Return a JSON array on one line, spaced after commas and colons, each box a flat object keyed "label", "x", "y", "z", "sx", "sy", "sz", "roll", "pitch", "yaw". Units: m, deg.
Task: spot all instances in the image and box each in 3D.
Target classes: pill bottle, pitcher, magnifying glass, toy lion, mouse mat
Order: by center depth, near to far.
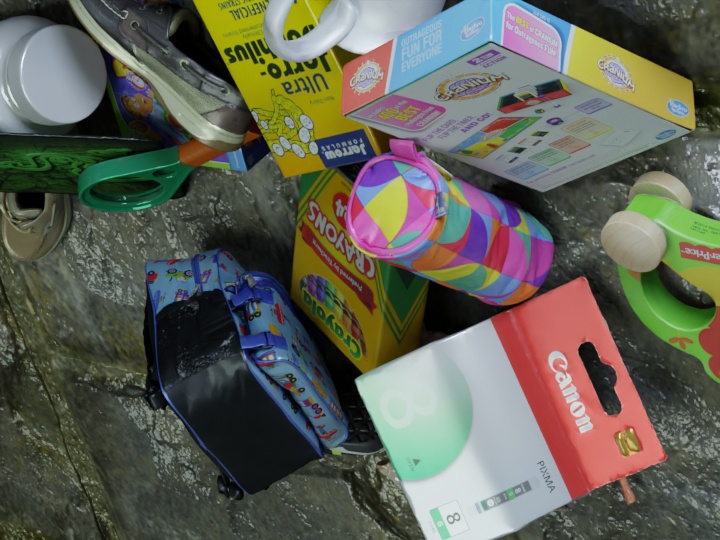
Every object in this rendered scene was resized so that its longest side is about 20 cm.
[{"label": "pitcher", "x": 0.018, "y": -0.236, "z": 1.241, "sx": 0.121, "sy": 0.171, "sz": 0.201, "roll": 42, "pitch": 134, "yaw": 30}, {"label": "toy lion", "x": 0.286, "y": 0.033, "z": 1.339, "sx": 0.199, "sy": 0.069, "sz": 0.192, "roll": 13, "pitch": 137, "yaw": 31}, {"label": "magnifying glass", "x": -0.158, "y": -0.089, "z": 1.530, "sx": 0.199, "sy": 0.079, "sz": 0.023, "roll": -20, "pitch": 66, "yaw": 38}, {"label": "pill bottle", "x": -0.302, "y": -0.161, "z": 1.585, "sx": 0.199, "sy": 0.111, "sz": 0.112, "roll": 0, "pitch": 123, "yaw": 53}, {"label": "mouse mat", "x": -0.258, "y": -0.090, "z": 1.589, "sx": 0.198, "sy": 0.008, "sz": 0.161, "roll": 1, "pitch": 165, "yaw": 4}]

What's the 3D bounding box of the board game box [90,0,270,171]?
[{"label": "board game box", "x": -0.157, "y": -0.185, "z": 1.525, "sx": 0.134, "sy": 0.045, "sz": 0.201, "roll": 9, "pitch": 127, "yaw": 34}]

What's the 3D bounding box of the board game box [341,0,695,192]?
[{"label": "board game box", "x": 0.110, "y": -0.120, "z": 1.274, "sx": 0.199, "sy": 0.041, "sz": 0.153, "roll": 18, "pitch": 154, "yaw": -37}]

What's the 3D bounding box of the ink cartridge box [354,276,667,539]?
[{"label": "ink cartridge box", "x": 0.115, "y": 0.118, "z": 1.436, "sx": 0.199, "sy": 0.050, "sz": 0.162, "roll": -26, "pitch": 87, "yaw": 24}]

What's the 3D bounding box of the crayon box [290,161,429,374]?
[{"label": "crayon box", "x": 0.000, "y": 0.000, "z": 1.507, "sx": 0.127, "sy": 0.051, "sz": 0.201, "roll": 43, "pitch": 142, "yaw": 36}]

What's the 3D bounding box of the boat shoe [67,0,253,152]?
[{"label": "boat shoe", "x": -0.151, "y": -0.180, "z": 1.446, "sx": 0.200, "sy": 0.073, "sz": 0.065, "roll": 44, "pitch": 114, "yaw": 12}]

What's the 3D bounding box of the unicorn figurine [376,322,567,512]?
[{"label": "unicorn figurine", "x": 0.079, "y": 0.142, "z": 1.576, "sx": 0.137, "sy": 0.074, "sz": 0.201, "roll": 4, "pitch": 125, "yaw": 38}]

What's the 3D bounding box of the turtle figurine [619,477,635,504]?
[{"label": "turtle figurine", "x": 0.127, "y": 0.146, "z": 1.499, "sx": 0.161, "sy": 0.064, "sz": 0.200, "roll": -30, "pitch": 111, "yaw": 14}]

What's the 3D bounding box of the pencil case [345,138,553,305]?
[{"label": "pencil case", "x": 0.070, "y": -0.031, "z": 1.368, "sx": 0.088, "sy": 0.089, "sz": 0.200, "roll": 11, "pitch": 173, "yaw": 32}]

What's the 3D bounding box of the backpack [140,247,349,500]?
[{"label": "backpack", "x": -0.109, "y": 0.069, "z": 1.605, "sx": 0.134, "sy": 0.201, "sz": 0.183, "roll": -26, "pitch": 132, "yaw": 8}]

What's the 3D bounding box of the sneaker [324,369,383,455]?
[{"label": "sneaker", "x": -0.048, "y": 0.135, "z": 1.696, "sx": 0.199, "sy": 0.072, "sz": 0.083, "roll": 12, "pitch": 153, "yaw": 33}]

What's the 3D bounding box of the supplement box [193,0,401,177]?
[{"label": "supplement box", "x": -0.036, "y": -0.187, "z": 1.377, "sx": 0.108, "sy": 0.110, "sz": 0.201, "roll": -9, "pitch": 117, "yaw": 42}]

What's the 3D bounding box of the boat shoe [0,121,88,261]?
[{"label": "boat shoe", "x": -0.310, "y": -0.070, "z": 1.726, "sx": 0.072, "sy": 0.065, "sz": 0.200, "roll": 39, "pitch": 138, "yaw": 7}]
